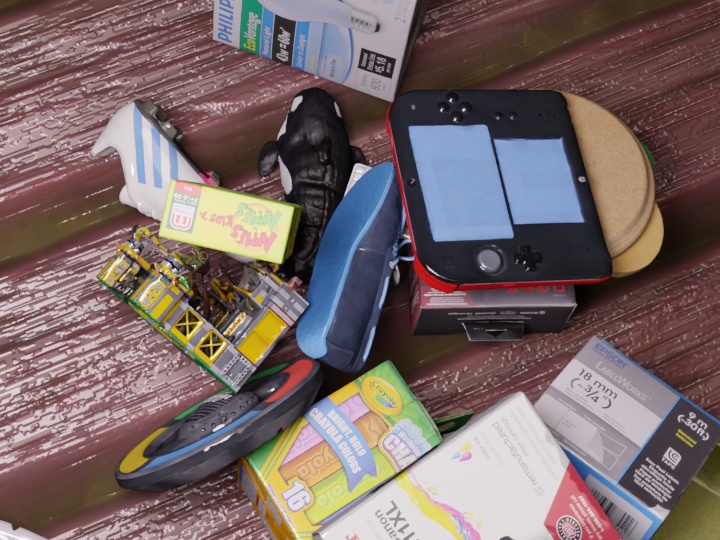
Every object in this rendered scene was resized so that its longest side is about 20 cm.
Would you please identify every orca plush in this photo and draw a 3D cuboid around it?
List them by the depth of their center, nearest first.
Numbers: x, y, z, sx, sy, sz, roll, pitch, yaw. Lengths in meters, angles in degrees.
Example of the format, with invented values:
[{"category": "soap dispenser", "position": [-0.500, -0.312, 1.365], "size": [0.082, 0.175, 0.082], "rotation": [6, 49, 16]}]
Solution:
[{"category": "orca plush", "position": [-0.052, -0.093, 1.431], "size": [0.104, 0.071, 0.201], "rotation": [18, 68, 2]}]

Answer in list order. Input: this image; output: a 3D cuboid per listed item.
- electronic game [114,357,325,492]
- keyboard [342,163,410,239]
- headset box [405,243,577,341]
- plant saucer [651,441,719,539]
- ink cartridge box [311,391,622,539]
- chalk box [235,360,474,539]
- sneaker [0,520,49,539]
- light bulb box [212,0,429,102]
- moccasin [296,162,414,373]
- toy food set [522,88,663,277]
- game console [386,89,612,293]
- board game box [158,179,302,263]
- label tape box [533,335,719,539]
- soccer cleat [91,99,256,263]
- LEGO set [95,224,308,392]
[{"category": "electronic game", "position": [-0.119, 0.128, 1.277], "size": [0.199, 0.200, 0.042], "rotation": [-30, 98, -16]}, {"category": "keyboard", "position": [0.081, -0.043, 1.377], "size": [0.198, 0.011, 0.057], "rotation": [18, 68, 3]}, {"category": "headset box", "position": [0.119, -0.026, 1.421], "size": [0.147, 0.077, 0.202], "rotation": [0, 67, -6]}, {"category": "plant saucer", "position": [0.268, 0.219, 1.324], "size": [0.199, 0.048, 0.200], "rotation": [32, 45, 11]}, {"category": "ink cartridge box", "position": [0.081, 0.214, 1.189], "size": [0.199, 0.083, 0.146], "rotation": [-34, 85, -11]}, {"category": "chalk box", "position": [0.006, 0.168, 1.309], "size": [0.199, 0.125, 0.124], "rotation": [-30, 76, -17]}, {"category": "sneaker", "position": [-0.354, 0.254, 1.263], "size": [0.199, 0.078, 0.113], "rotation": [20, 67, 2]}, {"category": "light bulb box", "position": [-0.031, -0.289, 1.442], "size": [0.198, 0.199, 0.126], "rotation": [19, 66, 3]}, {"category": "moccasin", "position": [0.000, 0.000, 1.324], "size": [0.068, 0.080, 0.201], "rotation": [37, 62, -28]}, {"category": "toy food set", "position": [0.178, -0.085, 1.375], "size": [0.198, 0.049, 0.199], "rotation": [-1, 61, -8]}, {"category": "game console", "position": [0.119, -0.074, 1.314], "size": [0.175, 0.031, 0.201], "rotation": [-4, 62, -11]}, {"category": "board game box", "position": [-0.106, -0.043, 1.274], "size": [0.101, 0.200, 0.048], "rotation": [12, 92, -1]}, {"category": "label tape box", "position": [0.235, 0.132, 1.315], "size": [0.144, 0.064, 0.200], "rotation": [36, 46, 14]}, {"category": "soccer cleat", "position": [-0.174, -0.069, 1.421], "size": [0.086, 0.070, 0.200], "rotation": [-41, 79, 4]}, {"category": "LEGO set", "position": [-0.134, 0.011, 1.308], "size": [0.154, 0.200, 0.116], "rotation": [42, 81, -14]}]
